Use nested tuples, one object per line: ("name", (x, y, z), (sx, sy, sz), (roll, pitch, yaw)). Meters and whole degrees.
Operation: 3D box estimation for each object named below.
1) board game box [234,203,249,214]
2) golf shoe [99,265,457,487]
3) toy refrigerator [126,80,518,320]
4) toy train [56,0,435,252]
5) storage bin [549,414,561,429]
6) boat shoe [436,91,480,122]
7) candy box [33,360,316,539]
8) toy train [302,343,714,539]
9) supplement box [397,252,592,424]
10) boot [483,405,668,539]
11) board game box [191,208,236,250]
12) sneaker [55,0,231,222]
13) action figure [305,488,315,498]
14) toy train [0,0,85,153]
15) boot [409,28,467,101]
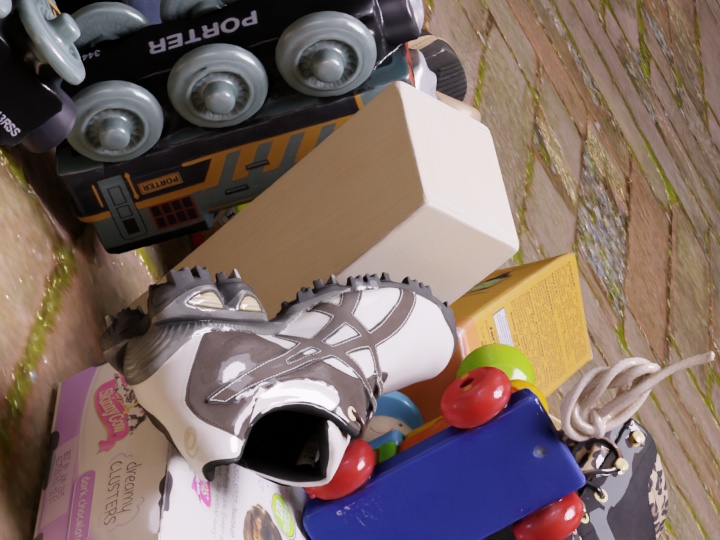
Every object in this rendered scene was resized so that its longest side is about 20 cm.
("board game box", (0.000, 0.000, 1.517), (0.200, 0.047, 0.102), (34, 39, -59))
("golf shoe", (-0.023, 0.054, 1.231), (0.199, 0.078, 0.095), (-1, 57, -47))
("toy refrigerator", (-0.021, 0.007, 1.336), (0.070, 0.200, 0.076), (24, 39, -38))
("toy train", (-0.060, -0.081, 1.363), (0.086, 0.199, 0.114), (-102, 173, -45))
("storage bin", (0.118, 0.201, 1.680), (0.198, 0.093, 0.201), (31, 37, -61))
("boat shoe", (-0.024, -0.111, 1.600), (0.199, 0.065, 0.071), (32, -1, 15))
("candy box", (-0.060, 0.152, 1.252), (0.200, 0.071, 0.168), (56, 18, -27))
("toy train", (0.070, 0.067, 1.313), (0.085, 0.199, 0.116), (58, 11, -18))
("supplement box", (0.061, 0.044, 1.472), (0.200, 0.066, 0.069), (-34, 110, -66))
("boot", (0.104, 0.130, 1.500), (0.201, 0.073, 0.151), (61, 36, -33))
("board game box", (-0.034, 0.013, 1.569), (0.151, 0.046, 0.201), (37, 32, -57))
("sneaker", (-0.122, -0.101, 1.454), (0.084, 0.075, 0.201), (-38, 125, -34))
("action figure", (0.021, 0.126, 1.491), (0.065, 0.099, 0.200), (32, -7, 41))
("toy train", (-0.196, -0.133, 1.248), (0.200, 0.085, 0.114), (46, 12, -42))
("boot", (-0.002, -0.139, 1.784), (0.139, 0.077, 0.200), (64, -16, 15))
